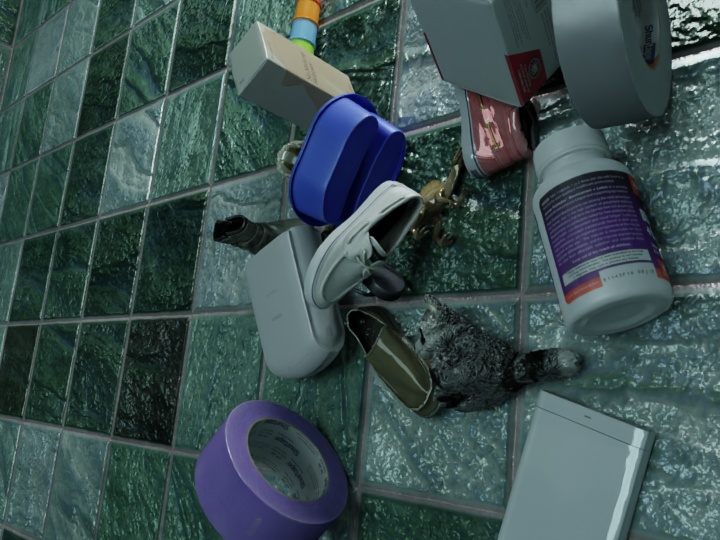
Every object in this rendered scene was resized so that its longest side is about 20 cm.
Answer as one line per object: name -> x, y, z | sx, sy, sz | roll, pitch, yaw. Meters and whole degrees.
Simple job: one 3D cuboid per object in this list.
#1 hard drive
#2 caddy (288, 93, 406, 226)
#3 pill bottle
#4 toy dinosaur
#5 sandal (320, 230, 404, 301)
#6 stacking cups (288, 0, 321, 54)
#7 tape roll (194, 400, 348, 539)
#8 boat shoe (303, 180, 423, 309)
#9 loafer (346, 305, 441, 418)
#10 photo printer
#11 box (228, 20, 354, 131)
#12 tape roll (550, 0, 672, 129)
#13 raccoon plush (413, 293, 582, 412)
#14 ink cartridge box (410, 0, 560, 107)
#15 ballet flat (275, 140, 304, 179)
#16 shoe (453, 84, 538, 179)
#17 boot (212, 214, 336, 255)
hard drive -> 0.219, 0.245, 0.766 | 0.130, 0.026, 0.205 | 16, 90, 47
caddy -> -0.024, -0.153, 1.058 | 0.104, 0.140, 0.204 | 32, 100, 40
pill bottle -> 0.245, -0.045, 0.766 | 0.110, 0.110, 0.204 | -29, 59, 36
toy dinosaur -> 0.089, -0.077, 0.993 | 0.199, 0.058, 0.102 | -42, 36, 21
sandal -> 0.000, 0.000, 1.041 | 0.200, 0.075, 0.044 | 43, 116, 54
stacking cups -> -0.102, -0.415, 1.274 | 0.060, 0.060, 0.205 | -2, 76, 45
tape roll -> -0.118, 0.280, 0.979 | 0.085, 0.198, 0.201 | -51, 48, 20
boat shoe -> 0.008, -0.028, 0.937 | 0.200, 0.072, 0.065 | -47, 37, -13
loafer -> 0.039, 0.117, 0.960 | 0.200, 0.069, 0.076 | 46, 110, 43
photo printer -> -0.099, 0.057, 1.088 | 0.165, 0.068, 0.205 | -30, 71, 50
box -> -0.101, -0.289, 1.133 | 0.077, 0.198, 0.097 | -39, 53, 29
tape roll -> 0.262, -0.253, 0.745 | 0.065, 0.199, 0.206 | -5, 74, 37
raccoon plush -> 0.156, 0.085, 0.867 | 0.195, 0.097, 0.137 | -10, 54, 13
ink cartridge box -> 0.182, -0.327, 0.845 | 0.200, 0.146, 0.144 | -46, 45, -11
ballet flat -> -0.094, -0.177, 1.192 | 0.198, 0.063, 0.077 | 26, 97, 47
shoe -> 0.174, -0.224, 0.930 | 0.090, 0.071, 0.205 | -16, 69, 37
boot -> -0.141, -0.057, 1.155 | 0.197, 0.129, 0.070 | -12, 69, 43
